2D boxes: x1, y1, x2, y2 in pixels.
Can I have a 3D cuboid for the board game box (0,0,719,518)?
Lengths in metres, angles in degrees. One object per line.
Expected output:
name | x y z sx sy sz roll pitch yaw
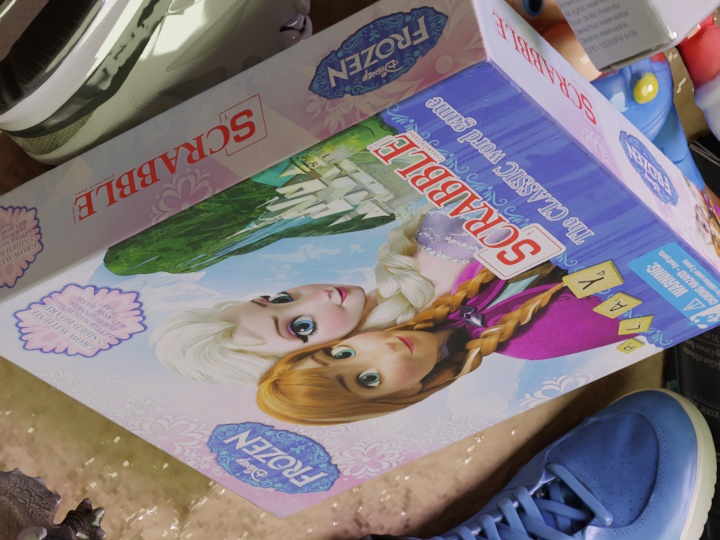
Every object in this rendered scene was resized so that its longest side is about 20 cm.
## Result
board game box | 0.000 0.000 0.918 0.199 0.041 0.200 -26 146 22

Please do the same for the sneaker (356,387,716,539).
sneaker | 0.054 0.120 1.094 0.200 0.077 0.111 -48 146 6

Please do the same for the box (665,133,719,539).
box | 0.210 0.050 1.127 0.107 0.148 0.200 -19 127 -29

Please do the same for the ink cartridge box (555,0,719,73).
ink cartridge box | 0.086 -0.192 0.872 0.196 0.043 0.200 -40 104 -41

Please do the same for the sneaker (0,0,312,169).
sneaker | -0.034 -0.106 0.889 0.201 0.076 0.115 -46 139 7

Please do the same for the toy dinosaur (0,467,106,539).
toy dinosaur | -0.140 0.123 0.950 0.200 0.077 0.102 -37 149 32

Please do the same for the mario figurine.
mario figurine | 0.073 -0.058 0.936 0.123 0.106 0.200 -41 141 -18
